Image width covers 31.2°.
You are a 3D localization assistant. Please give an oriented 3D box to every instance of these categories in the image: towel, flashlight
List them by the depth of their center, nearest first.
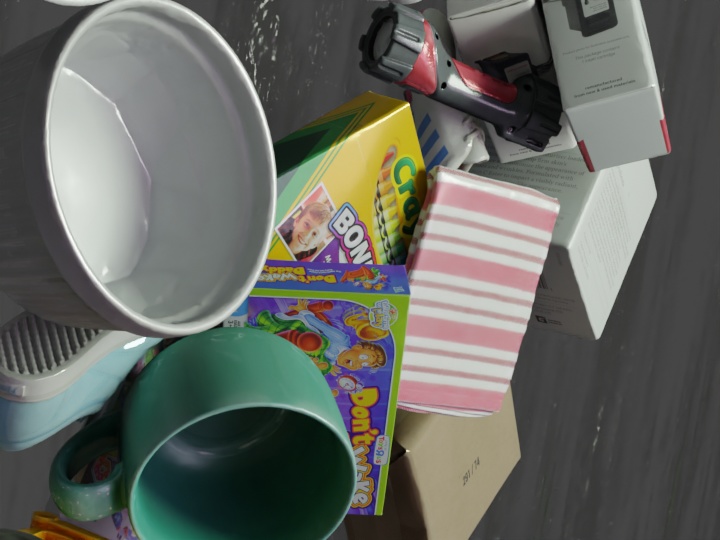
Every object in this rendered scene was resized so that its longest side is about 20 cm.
[{"bbox_3d":[0.083,0.021,1.062,0.146,0.030,0.202,12,97,-40],"label":"towel"},{"bbox_3d":[0.096,-0.174,1.152,0.199,0.068,0.068,16,49,-28],"label":"flashlight"}]

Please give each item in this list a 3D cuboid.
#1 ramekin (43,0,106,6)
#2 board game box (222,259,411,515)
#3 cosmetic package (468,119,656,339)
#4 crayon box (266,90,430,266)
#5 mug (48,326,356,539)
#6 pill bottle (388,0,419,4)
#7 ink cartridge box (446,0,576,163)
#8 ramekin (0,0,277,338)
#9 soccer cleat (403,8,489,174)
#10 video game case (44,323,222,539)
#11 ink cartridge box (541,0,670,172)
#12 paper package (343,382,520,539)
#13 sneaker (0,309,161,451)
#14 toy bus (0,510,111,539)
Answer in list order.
[{"bbox_3d":[-0.187,-0.249,0.699,0.200,0.097,0.202,-28,123,-55],"label":"ramekin"},{"bbox_3d":[-0.040,0.090,0.970,0.045,0.133,0.201,-99,-167,-60],"label":"board game box"},{"bbox_3d":[0.193,-0.066,1.349,0.201,0.164,0.165,-61,146,-26],"label":"cosmetic package"},{"bbox_3d":[-0.019,-0.012,1.019,0.172,0.058,0.201,-31,123,-25],"label":"crayon box"},{"bbox_3d":[-0.101,0.109,0.873,0.184,0.115,0.152,25,113,-28],"label":"mug"},{"bbox_3d":[-0.002,-0.280,0.997,0.200,0.109,0.110,25,78,-60],"label":"pill bottle"},{"bbox_3d":[0.147,-0.229,1.250,0.200,0.084,0.146,62,23,-48],"label":"ink cartridge box"},{"bbox_3d":[-0.150,-0.057,0.782,0.200,0.104,0.202,13,75,-54],"label":"ramekin"},{"bbox_3d":[0.085,-0.144,1.215,0.070,0.086,0.202,-24,120,-55],"label":"soccer cleat"},{"bbox_3d":[-0.148,0.109,0.963,0.143,0.018,0.201,49,58,-55],"label":"video game case"},{"bbox_3d":[0.219,-0.214,1.177,0.145,0.083,0.202,44,36,-63],"label":"ink cartridge box"},{"bbox_3d":[0.065,0.172,1.269,0.200,0.103,0.192,-47,138,-41],"label":"paper package"},{"bbox_3d":[-0.180,0.052,0.856,0.200,0.074,0.082,-32,148,-52],"label":"sneaker"},{"bbox_3d":[-0.163,0.235,0.808,0.192,0.199,0.137,-9,114,-65],"label":"toy bus"}]
